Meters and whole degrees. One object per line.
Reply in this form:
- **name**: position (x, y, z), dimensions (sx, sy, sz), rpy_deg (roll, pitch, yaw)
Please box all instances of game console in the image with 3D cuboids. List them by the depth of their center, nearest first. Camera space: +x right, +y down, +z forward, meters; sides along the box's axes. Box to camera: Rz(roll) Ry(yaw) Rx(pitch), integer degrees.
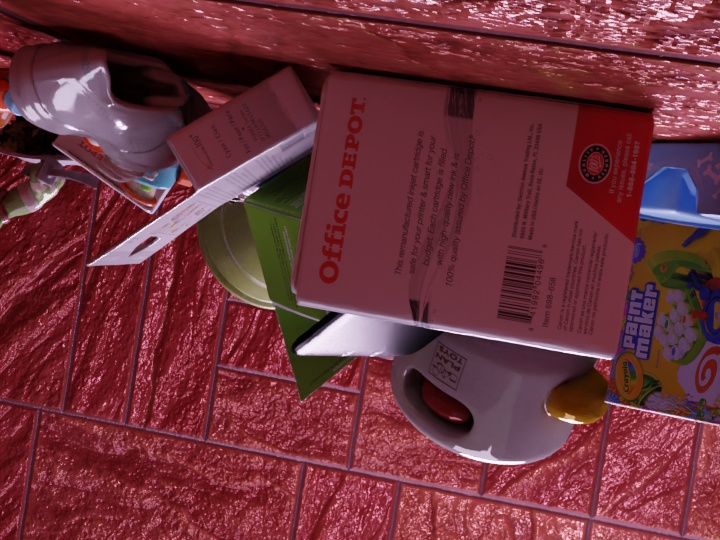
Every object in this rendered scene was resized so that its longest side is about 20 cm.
- **game console**: position (0.041, -0.021, 0.962), dimensions (0.115, 0.178, 0.199), rpy_deg (-2, 176, 30)

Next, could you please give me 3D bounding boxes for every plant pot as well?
- **plant pot**: position (-0.066, -0.066, 1.391), dimensions (0.198, 0.202, 0.190), rpy_deg (9, 168, -23)

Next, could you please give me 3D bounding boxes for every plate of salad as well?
- **plate of salad**: position (-0.327, -0.161, 1.395), dimensions (0.198, 0.049, 0.200), rpy_deg (2, -159, -1)

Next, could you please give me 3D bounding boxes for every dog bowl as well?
- **dog bowl**: position (0.250, -0.056, 0.837), dimensions (0.111, 0.050, 0.200), rpy_deg (9, -179, -27)

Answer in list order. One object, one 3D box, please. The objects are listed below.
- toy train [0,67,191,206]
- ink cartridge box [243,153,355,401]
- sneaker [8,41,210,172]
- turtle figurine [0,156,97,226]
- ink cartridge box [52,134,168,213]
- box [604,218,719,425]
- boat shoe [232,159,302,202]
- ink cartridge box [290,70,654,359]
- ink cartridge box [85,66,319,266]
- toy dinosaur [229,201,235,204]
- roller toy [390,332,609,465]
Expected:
- **toy train**: position (-0.226, -0.105, 0.981), dimensions (0.199, 0.056, 0.150), rpy_deg (36, -154, 26)
- **ink cartridge box**: position (0.000, 0.000, 1.007), dimensions (0.075, 0.202, 0.148), rpy_deg (17, -138, 41)
- **sneaker**: position (-0.147, -0.117, 0.851), dimensions (0.088, 0.076, 0.200), rpy_deg (-9, 174, 25)
- **turtle figurine**: position (-0.277, -0.094, 0.833), dimensions (0.143, 0.195, 0.200), rpy_deg (-13, 155, -25)
- **ink cartridge box**: position (-0.237, -0.116, 1.217), dimensions (0.115, 0.067, 0.200), rpy_deg (35, 177, -10)
- **box**: position (0.325, 0.029, 1.044), dimensions (0.191, 0.202, 0.122), rpy_deg (10, -178, 19)
- **boat shoe**: position (-0.073, -0.093, 1.059), dimensions (0.072, 0.073, 0.199), rpy_deg (-8, 175, 29)
- **ink cartridge box**: position (0.069, -0.035, 0.755), dimensions (0.198, 0.146, 0.084), rpy_deg (10, -178, 9)
- **ink cartridge box**: position (-0.109, -0.068, 0.855), dimensions (0.175, 0.045, 0.200), rpy_deg (-32, -178, -1)
- **toy dinosaur**: position (-0.115, -0.094, 1.207), dimensions (0.198, 0.059, 0.101), rpy_deg (10, -178, 15)
- **roller toy**: position (0.127, 0.076, 1.132), dimensions (0.181, 0.141, 0.201), rpy_deg (9, -149, -10)
